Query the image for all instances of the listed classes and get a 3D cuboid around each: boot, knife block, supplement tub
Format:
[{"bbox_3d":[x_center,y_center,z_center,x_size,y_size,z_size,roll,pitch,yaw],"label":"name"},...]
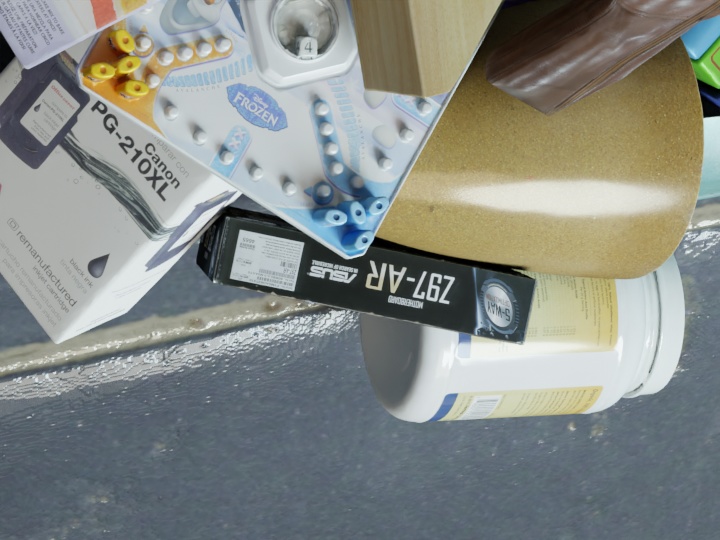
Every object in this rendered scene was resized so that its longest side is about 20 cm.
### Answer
[{"bbox_3d":[0.188,-0.152,1.611,0.186,0.064,0.200,-4,158,-33],"label":"boot"},{"bbox_3d":[0.017,-0.221,1.556,0.175,0.064,0.200,36,77,-31],"label":"knife block"},{"bbox_3d":[0.113,0.031,1.971,0.199,0.145,0.145,-2,142,-21],"label":"supplement tub"}]

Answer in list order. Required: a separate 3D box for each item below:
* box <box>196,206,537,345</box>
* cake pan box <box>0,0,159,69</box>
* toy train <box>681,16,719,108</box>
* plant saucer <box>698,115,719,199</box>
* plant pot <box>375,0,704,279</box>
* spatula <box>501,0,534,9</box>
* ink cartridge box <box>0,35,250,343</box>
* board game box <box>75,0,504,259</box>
[{"bbox_3d":[0.000,0.000,1.784,0.199,0.044,0.160,12,-177,-9],"label":"box"},{"bbox_3d":[-0.151,-0.236,1.505,0.184,0.052,0.200,-25,109,10],"label":"cake pan box"},{"bbox_3d":[0.264,-0.209,1.787,0.200,0.085,0.116,-48,123,-3],"label":"toy train"},{"bbox_3d":[0.219,-0.070,1.888,0.200,0.039,0.201,-9,175,-1],"label":"plant saucer"},{"bbox_3d":[0.078,-0.081,1.729,0.199,0.187,0.187,-4,143,-29],"label":"plant pot"},{"bbox_3d":[0.142,-0.234,1.733,0.056,0.021,0.200,5,139,-38],"label":"spatula"},{"bbox_3d":[-0.151,-0.077,1.699,0.200,0.145,0.084,-44,170,33],"label":"ink cartridge box"},{"bbox_3d":[-0.032,-0.141,1.607,0.200,0.200,0.026,32,169,-16],"label":"board game box"}]
